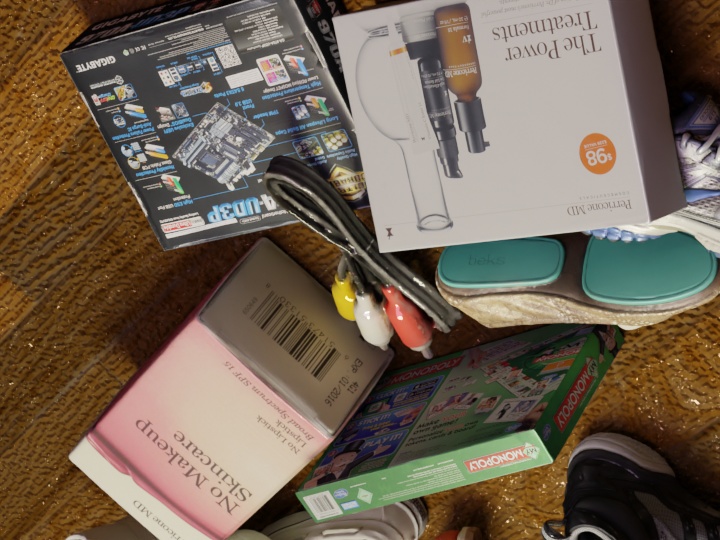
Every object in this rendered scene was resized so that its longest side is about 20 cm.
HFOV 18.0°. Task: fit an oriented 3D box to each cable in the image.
[{"bbox_3d":[0.000,0.000,1.463,0.097,0.050,0.200,23,166,33],"label":"cable"}]

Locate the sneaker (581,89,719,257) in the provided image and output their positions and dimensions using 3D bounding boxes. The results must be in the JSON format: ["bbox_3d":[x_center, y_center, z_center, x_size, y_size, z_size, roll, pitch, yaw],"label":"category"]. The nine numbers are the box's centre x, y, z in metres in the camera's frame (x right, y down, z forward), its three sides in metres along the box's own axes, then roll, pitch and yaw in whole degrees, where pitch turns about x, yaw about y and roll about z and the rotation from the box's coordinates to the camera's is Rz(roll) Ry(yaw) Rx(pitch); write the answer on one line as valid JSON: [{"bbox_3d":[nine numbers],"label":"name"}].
[{"bbox_3d":[0.210,-0.059,1.336,0.199,0.077,0.085,4,120,27],"label":"sneaker"}]

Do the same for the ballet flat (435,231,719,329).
[{"bbox_3d":[0.146,0.007,1.439,0.199,0.071,0.065,4,151,31],"label":"ballet flat"}]

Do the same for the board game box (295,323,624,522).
[{"bbox_3d":[0.065,0.096,1.489,0.200,0.135,0.029,-19,112,38],"label":"board game box"}]

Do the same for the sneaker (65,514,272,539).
[{"bbox_3d":[-0.138,0.230,1.672,0.200,0.115,0.074,13,111,48],"label":"sneaker"}]

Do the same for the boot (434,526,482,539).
[{"bbox_3d":[0.035,0.258,1.650,0.107,0.075,0.200,13,130,2],"label":"boot"}]

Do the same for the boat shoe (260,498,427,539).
[{"bbox_3d":[-0.031,0.221,1.681,0.200,0.066,0.072,-27,107,40],"label":"boat shoe"}]

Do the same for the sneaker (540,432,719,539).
[{"bbox_3d":[0.211,0.197,1.492,0.200,0.114,0.076,31,133,7],"label":"sneaker"}]

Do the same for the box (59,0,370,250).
[{"bbox_3d":[-0.081,-0.104,1.486,0.199,0.046,0.159,-12,116,35],"label":"box"}]

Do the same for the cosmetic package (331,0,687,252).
[{"bbox_3d":[0.086,-0.096,1.353,0.199,0.052,0.151,-6,101,39],"label":"cosmetic package"}]

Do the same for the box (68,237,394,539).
[{"bbox_3d":[-0.093,0.095,1.595,0.128,0.109,0.200,41,132,-3],"label":"box"}]
